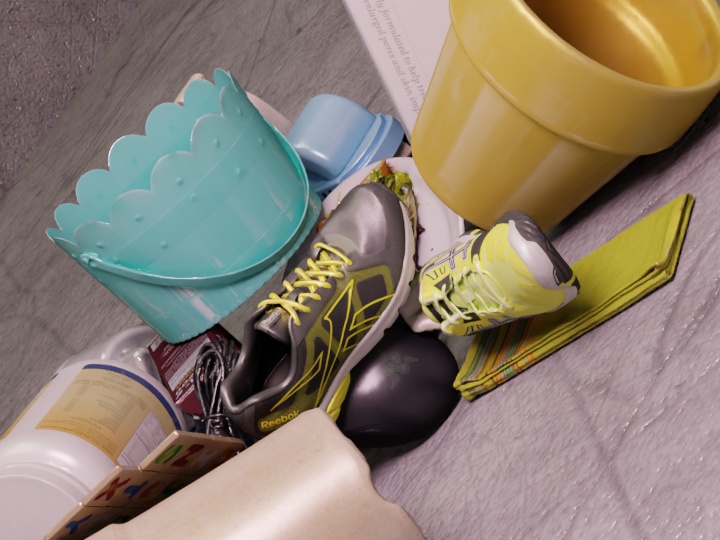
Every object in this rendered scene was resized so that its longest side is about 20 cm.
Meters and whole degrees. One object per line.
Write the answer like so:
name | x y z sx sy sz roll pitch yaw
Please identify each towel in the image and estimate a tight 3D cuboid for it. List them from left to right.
towel | 0.142 0.017 1.461 0.200 0.018 0.086 -35 23 40

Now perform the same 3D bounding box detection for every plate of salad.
plate of salad | 0.000 0.000 1.700 0.199 0.048 0.202 -23 54 35

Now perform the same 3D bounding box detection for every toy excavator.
toy excavator | -0.052 -0.116 1.916 0.100 0.200 0.194 -56 18 -24

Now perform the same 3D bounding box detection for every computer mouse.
computer mouse | -0.029 0.090 1.526 0.198 0.053 0.140 -14 65 14

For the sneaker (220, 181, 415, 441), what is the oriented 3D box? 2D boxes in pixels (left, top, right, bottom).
sneaker | -0.028 0.029 1.468 0.074 0.084 0.201 19 83 35

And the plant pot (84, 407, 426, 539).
plant pot | -0.054 0.192 1.333 0.183 0.201 0.200 -38 16 -4

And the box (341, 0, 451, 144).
box | 0.093 -0.214 1.679 0.199 0.200 0.131 -26 17 0

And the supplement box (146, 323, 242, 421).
supplement box | -0.107 0.096 1.761 0.061 0.109 0.200 -47 18 1

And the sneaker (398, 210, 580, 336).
sneaker | 0.085 0.014 1.446 0.076 0.076 0.200 -38 2 -16

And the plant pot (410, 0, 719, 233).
plant pot | 0.134 -0.131 1.534 0.189 0.200 0.201 -57 9 38

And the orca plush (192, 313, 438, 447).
orca plush | -0.042 0.078 1.610 0.199 0.071 0.106 -20 49 21

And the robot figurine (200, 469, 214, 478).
robot figurine | -0.096 0.206 1.458 0.199 0.145 0.058 -37 27 4

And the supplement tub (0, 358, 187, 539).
supplement tub | -0.239 0.177 1.812 0.144 0.144 0.200 -40 8 28

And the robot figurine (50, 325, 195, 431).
robot figurine | -0.219 0.119 1.986 0.169 0.114 0.200 -10 -9 -37

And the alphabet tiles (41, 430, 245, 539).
alphabet tiles | -0.156 0.166 1.419 0.166 0.006 0.200 -44 -15 6

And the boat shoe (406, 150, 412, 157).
boat shoe | 0.013 -0.018 1.788 0.202 0.063 0.074 -52 19 -2

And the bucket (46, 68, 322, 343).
bucket | -0.138 -0.050 1.763 0.207 0.135 0.207 -38 18 14
